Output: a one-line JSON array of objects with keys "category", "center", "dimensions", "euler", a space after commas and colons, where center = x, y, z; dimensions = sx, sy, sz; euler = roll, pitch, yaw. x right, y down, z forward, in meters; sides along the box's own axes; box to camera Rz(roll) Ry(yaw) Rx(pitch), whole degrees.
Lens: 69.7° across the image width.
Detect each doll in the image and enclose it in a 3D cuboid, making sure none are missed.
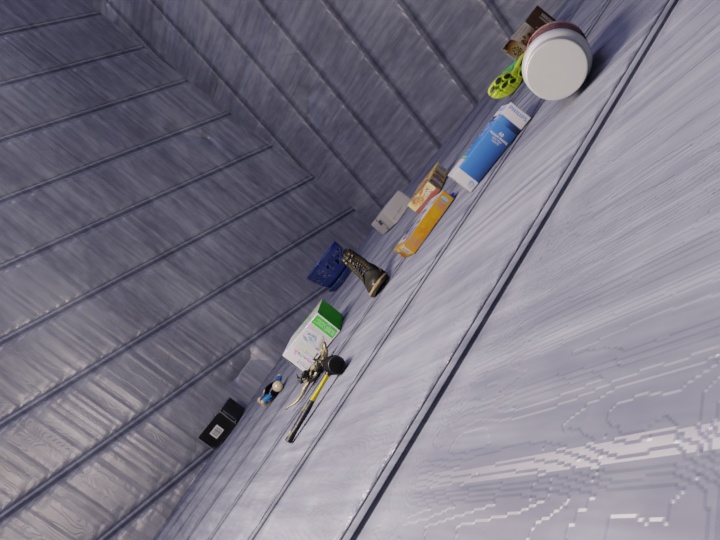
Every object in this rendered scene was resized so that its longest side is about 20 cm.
[{"category": "doll", "center": [-0.337, 0.454, 1.962], "dimensions": [0.137, 0.048, 0.200], "euler": [-57, 5, -33]}]

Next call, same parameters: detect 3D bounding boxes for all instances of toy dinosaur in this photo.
[{"category": "toy dinosaur", "center": [-0.128, 0.264, 1.311], "dimensions": [0.200, 0.047, 0.088], "euler": [-55, -9, -25]}]

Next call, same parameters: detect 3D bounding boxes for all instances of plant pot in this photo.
[{"category": "plant pot", "center": [-0.156, -0.009, 2.875], "dimensions": [0.200, 0.180, 0.200], "euler": [-56, 6, -34]}]

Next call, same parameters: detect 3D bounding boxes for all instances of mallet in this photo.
[{"category": "mallet", "center": [-0.098, 0.263, 1.077], "dimensions": [0.200, 0.041, 0.066], "euler": [-57, 6, -8]}]

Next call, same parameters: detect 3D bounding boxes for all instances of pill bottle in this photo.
[{"category": "pill bottle", "center": [0.347, -0.373, 0.918], "dimensions": [0.114, 0.114, 0.200], "euler": [-50, 5, 35]}]

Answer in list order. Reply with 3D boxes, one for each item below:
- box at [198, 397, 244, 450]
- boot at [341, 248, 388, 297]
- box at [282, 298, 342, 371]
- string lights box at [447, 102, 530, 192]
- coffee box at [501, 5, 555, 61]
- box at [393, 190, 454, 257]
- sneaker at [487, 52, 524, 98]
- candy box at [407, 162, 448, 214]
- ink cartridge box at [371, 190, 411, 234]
[{"category": "box", "center": [-0.759, 0.839, 2.845], "dimensions": [0.200, 0.123, 0.198], "euler": [-50, 6, 8]}, {"category": "boot", "center": [0.000, 0.000, 1.442], "dimensions": [0.077, 0.138, 0.200], "euler": [-53, 5, 3]}, {"category": "box", "center": [-0.146, 0.205, 1.647], "dimensions": [0.177, 0.097, 0.200], "euler": [-50, 6, 8]}, {"category": "string lights box", "center": [0.285, -0.277, 1.169], "dimensions": [0.200, 0.059, 0.103], "euler": [-52, 5, 13]}, {"category": "coffee box", "center": [0.604, -0.827, 1.840], "dimensions": [0.080, 0.113, 0.200], "euler": [-54, 5, -8]}, {"category": "box", "center": [0.168, -0.127, 1.341], "dimensions": [0.200, 0.041, 0.119], "euler": [-56, 5, -8]}, {"category": "sneaker", "center": [0.502, -0.640, 1.729], "dimensions": [0.200, 0.074, 0.084], "euler": [-44, 5, -9]}, {"category": "candy box", "center": [0.235, -0.285, 1.778], "dimensions": [0.115, 0.055, 0.200], "euler": [-50, 5, 34]}, {"category": "ink cartridge box", "center": [0.145, -0.270, 2.426], "dimensions": [0.147, 0.086, 0.200], "euler": [-54, 3, -17]}]
